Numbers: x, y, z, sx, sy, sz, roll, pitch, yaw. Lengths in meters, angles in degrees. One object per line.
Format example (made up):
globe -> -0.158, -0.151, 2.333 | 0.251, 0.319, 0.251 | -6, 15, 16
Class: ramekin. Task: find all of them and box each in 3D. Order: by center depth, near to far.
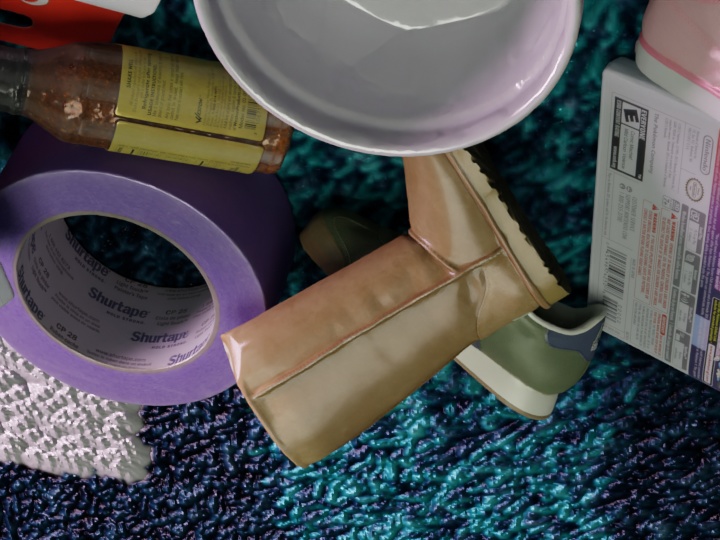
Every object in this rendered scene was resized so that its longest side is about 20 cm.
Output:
ramekin -> 0.019, -0.169, 0.820 | 0.200, 0.105, 0.200 | 7, 132, 8

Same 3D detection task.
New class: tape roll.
tape roll -> -0.147, -0.011, 1.018 | 0.200, 0.085, 0.200 | 7, 133, 8

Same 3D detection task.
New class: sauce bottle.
sauce bottle -> -0.139, -0.102, 0.915 | 0.200, 0.066, 0.066 | 10, 135, -17

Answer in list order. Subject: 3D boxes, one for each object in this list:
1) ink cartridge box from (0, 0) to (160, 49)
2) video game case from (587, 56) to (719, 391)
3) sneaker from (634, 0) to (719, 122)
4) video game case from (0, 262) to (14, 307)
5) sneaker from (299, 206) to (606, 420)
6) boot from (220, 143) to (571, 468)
ink cartridge box -> -0.195, -0.164, 0.854 | 0.160, 0.047, 0.200 | 12, 153, -20
video game case -> 0.215, -0.009, 0.910 | 0.182, 0.023, 0.200 | 29, 140, 31
sneaker -> 0.229, -0.115, 0.789 | 0.200, 0.075, 0.105 | 37, 133, 35
video game case -> -0.284, -0.090, 0.938 | 0.200, 0.022, 0.182 | 37, 150, 44
sneaker -> 0.067, 0.003, 0.992 | 0.200, 0.067, 0.090 | 36, 114, -5
boot -> 0.000, 0.000, 0.934 | 0.200, 0.066, 0.175 | -32, 93, 13
